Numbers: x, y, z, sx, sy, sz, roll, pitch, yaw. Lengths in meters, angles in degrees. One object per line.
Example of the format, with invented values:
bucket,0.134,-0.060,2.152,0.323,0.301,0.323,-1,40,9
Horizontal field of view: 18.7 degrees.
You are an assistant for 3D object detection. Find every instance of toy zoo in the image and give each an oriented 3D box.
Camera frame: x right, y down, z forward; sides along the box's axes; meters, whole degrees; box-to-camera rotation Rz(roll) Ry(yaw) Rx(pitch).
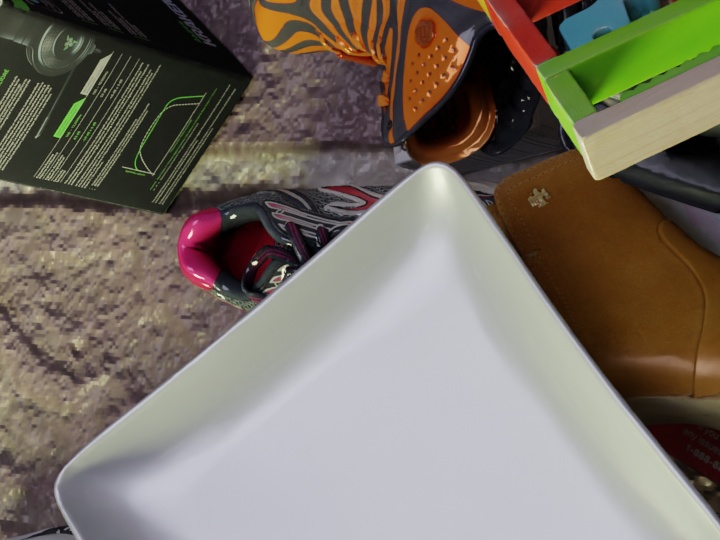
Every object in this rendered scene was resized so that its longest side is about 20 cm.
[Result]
toy zoo,0.106,-0.118,0.782,0.131,0.020,0.200,-25,38,-1

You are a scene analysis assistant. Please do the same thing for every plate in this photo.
plate,0.012,0.095,0.782,0.199,0.032,0.200,-40,67,11

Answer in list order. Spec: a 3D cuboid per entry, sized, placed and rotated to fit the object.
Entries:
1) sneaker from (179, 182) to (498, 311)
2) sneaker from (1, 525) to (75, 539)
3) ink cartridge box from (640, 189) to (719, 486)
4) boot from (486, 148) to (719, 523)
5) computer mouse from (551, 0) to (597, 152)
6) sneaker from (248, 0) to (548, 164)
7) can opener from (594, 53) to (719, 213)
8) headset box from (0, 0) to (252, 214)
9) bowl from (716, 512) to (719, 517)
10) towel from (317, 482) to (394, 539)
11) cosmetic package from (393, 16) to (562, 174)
sneaker,0.000,0.000,0.985,0.200,0.075,0.081,-3,81,46
sneaker,-0.146,0.166,1.068,0.200,0.115,0.075,6,86,36
ink cartridge box,0.175,-0.018,0.885,0.146,0.083,0.200,32,102,34
boot,0.121,0.005,0.821,0.201,0.071,0.144,-27,57,7
computer mouse,0.159,-0.114,0.835,0.200,0.044,0.110,-16,69,39
sneaker,0.011,-0.096,0.935,0.200,0.077,0.112,-19,73,61
can opener,0.169,-0.034,0.774,0.200,0.079,0.064,20,105,17
headset box,-0.186,-0.126,1.088,0.174,0.200,0.093,45,109,32
bowl,0.111,0.157,0.865,0.201,0.201,0.094,-44,36,22
towel,0.027,0.156,0.897,0.049,0.200,0.148,20,96,23
cosmetic package,0.051,-0.151,1.013,0.082,0.051,0.201,-13,76,33
